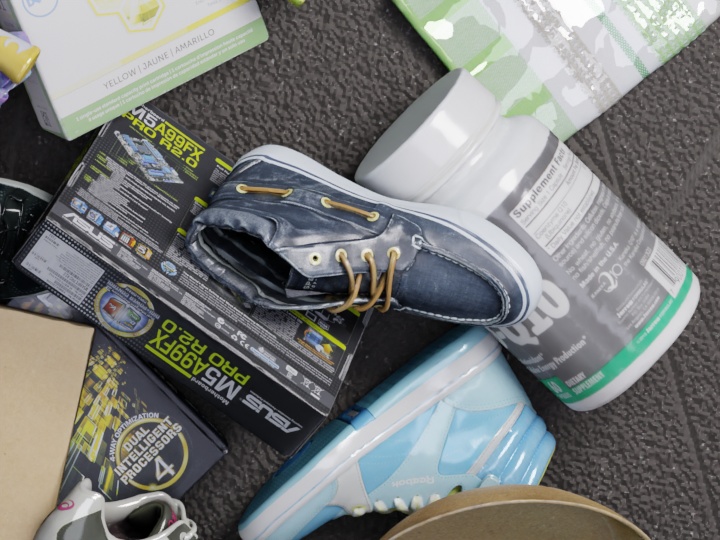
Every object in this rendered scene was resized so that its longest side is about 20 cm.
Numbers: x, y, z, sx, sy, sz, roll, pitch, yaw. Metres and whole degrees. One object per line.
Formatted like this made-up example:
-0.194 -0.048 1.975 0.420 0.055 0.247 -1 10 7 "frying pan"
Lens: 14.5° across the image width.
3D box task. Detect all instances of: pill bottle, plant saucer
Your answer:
0.099 -0.020 1.699 0.200 0.113 0.113 44 91 -10 "pill bottle"
0.084 0.186 1.717 0.199 0.036 0.201 -4 140 -4 "plant saucer"

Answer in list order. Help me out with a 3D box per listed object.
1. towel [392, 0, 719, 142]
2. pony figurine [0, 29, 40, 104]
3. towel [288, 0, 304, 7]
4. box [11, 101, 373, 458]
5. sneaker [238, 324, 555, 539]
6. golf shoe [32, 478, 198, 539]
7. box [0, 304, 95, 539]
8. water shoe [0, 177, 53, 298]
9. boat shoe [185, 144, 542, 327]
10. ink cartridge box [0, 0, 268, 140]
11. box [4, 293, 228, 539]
0.136 -0.179 1.731 0.200 0.031 0.149 -40 97 0 "towel"
-0.287 -0.142 1.595 0.200 0.167 0.193 33 58 0 "pony figurine"
-0.067 -0.265 1.669 0.200 0.023 0.144 48 54 -10 "towel"
-0.090 -0.001 1.666 0.200 0.160 0.044 35 123 -8 "box"
0.033 0.138 1.731 0.200 0.080 0.131 -38 97 1 "sneaker"
-0.109 0.184 1.687 0.200 0.077 0.088 16 108 -40 "golf shoe"
-0.270 0.089 1.682 0.199 0.021 0.164 13 94 -3 "box"
-0.253 -0.022 1.640 0.199 0.079 0.072 12 100 -10 "water shoe"
0.000 0.000 1.627 0.200 0.091 0.071 21 128 13 "boat shoe"
-0.154 -0.198 1.653 0.145 0.048 0.201 -28 114 -20 "ink cartridge box"
-0.204 0.120 1.723 0.200 0.049 0.161 -44 94 1 "box"
